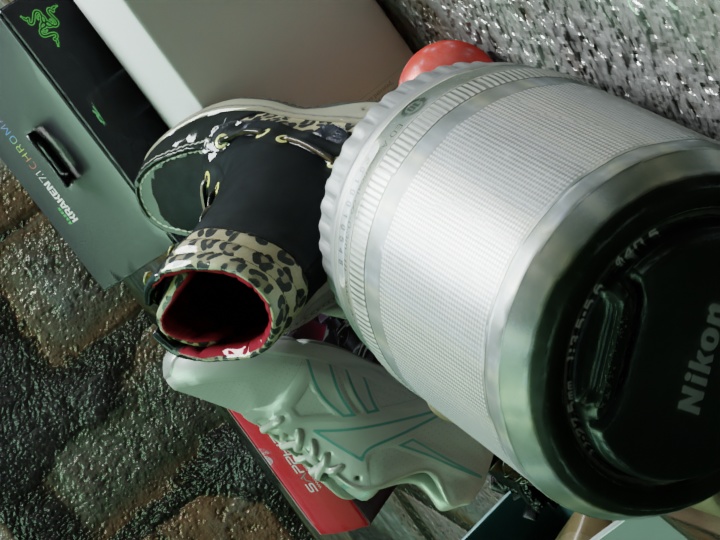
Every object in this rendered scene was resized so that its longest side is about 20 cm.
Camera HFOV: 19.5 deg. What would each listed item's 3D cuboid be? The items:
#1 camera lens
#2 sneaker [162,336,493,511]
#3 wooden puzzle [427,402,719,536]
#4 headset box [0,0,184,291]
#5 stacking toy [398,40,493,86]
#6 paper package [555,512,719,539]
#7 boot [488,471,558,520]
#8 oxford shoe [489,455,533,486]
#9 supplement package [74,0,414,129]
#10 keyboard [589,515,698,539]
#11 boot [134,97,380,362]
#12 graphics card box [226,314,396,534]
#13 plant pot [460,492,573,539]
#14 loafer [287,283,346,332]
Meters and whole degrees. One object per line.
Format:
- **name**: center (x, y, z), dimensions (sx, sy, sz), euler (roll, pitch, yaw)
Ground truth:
- **camera lens**: center (0.089, 0.003, 0.906), dimensions (0.200, 0.160, 0.160), euler (35, 160, 56)
- **sneaker**: center (-0.014, 0.083, 1.164), dimensions (0.200, 0.081, 0.070), euler (13, 171, -14)
- **wooden puzzle**: center (0.158, 0.095, 1.035), dimensions (0.185, 0.046, 0.200), euler (15, 172, 47)
- **headset box**: center (-0.136, -0.112, 1.294), dimensions (0.174, 0.200, 0.093), euler (54, 139, -7)
- **stacking toy**: center (0.051, -0.047, 1.122), dimensions (0.085, 0.085, 0.200), euler (45, 163, 30)
- **paper package**: center (0.186, 0.220, 1.199), dimensions (0.190, 0.104, 0.200), euler (21, 164, 6)
- **boot**: center (0.070, 0.076, 1.453), dimensions (0.162, 0.073, 0.198), euler (36, 163, 53)
- **oxford shoe**: center (0.116, 0.111, 1.349), dimensions (0.200, 0.084, 0.073), euler (55, 167, -24)
- **supplement package**: center (-0.060, -0.128, 1.189), dimensions (0.200, 0.120, 0.121), euler (54, 168, -11)
- **keyboard**: center (0.102, 0.183, 1.076), dimensions (0.056, 0.011, 0.200), euler (42, 128, -5)
- **boot**: center (-0.071, -0.021, 1.049), dimensions (0.203, 0.154, 0.074), euler (-3, 121, 41)
- **graphics card box**: center (0.005, 0.051, 1.312), dimensions (0.051, 0.200, 0.126), euler (-14, 118, 44)
- **plant pot**: center (0.161, 0.285, 1.595), dimensions (0.141, 0.141, 0.200), euler (40, 172, 45)
- **loafer**: center (0.000, 0.000, 1.227), dimensions (0.070, 0.200, 0.070), euler (-9, 105, 36)
